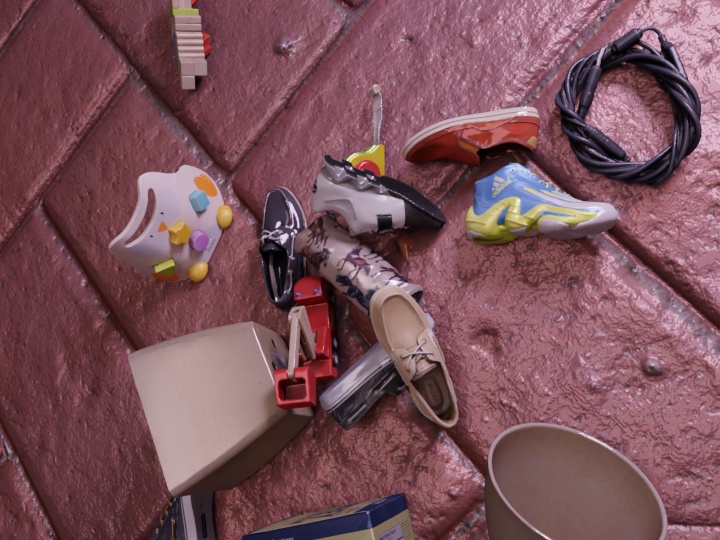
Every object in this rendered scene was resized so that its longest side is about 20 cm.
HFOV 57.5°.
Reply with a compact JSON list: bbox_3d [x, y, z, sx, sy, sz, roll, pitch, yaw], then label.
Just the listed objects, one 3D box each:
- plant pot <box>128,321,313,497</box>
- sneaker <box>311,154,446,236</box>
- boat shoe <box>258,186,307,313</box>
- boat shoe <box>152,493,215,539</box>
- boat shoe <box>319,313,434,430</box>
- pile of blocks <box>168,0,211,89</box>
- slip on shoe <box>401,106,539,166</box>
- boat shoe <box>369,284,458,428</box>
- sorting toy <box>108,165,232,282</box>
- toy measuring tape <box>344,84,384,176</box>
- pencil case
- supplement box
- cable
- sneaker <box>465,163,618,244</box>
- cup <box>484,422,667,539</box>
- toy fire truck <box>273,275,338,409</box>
[{"bbox_3d":[-0.182,0.184,0.944,0.174,0.200,0.203,-27,71,4],"label":"plant pot"},{"bbox_3d":[0.023,-0.085,0.920,0.196,0.075,0.090,20,113,-14],"label":"sneaker"},{"bbox_3d":[-0.123,-0.038,1.012,0.071,0.062,0.206,-12,77,22],"label":"boat shoe"},{"bbox_3d":[-0.279,0.375,1.011,0.089,0.071,0.206,-10,80,18],"label":"boat shoe"},{"bbox_3d":[0.034,0.143,0.917,0.199,0.072,0.071,-41,93,9],"label":"boat shoe"},{"bbox_3d":[-0.300,-0.418,1.165,0.061,0.082,0.206,-6,87,-21],"label":"pile of blocks"},{"bbox_3d":[0.151,-0.175,0.909,0.195,0.074,0.063,-8,81,18],"label":"slip on shoe"},{"bbox_3d":[0.075,0.112,0.844,0.071,0.065,0.204,-27,107,-8],"label":"boat shoe"},{"bbox_3d":[-0.310,-0.071,1.038,0.105,0.179,0.204,27,93,25],"label":"sorting toy"},{"bbox_3d":[-0.001,-0.176,0.970,0.072,0.073,0.206,-2,86,23],"label":"toy measuring tape"},{"bbox_3d":[0.000,0.000,0.938,0.199,0.089,0.079,40,125,21],"label":"pencil case"},{"bbox_3d":[-0.027,0.422,0.856,0.196,0.134,0.205,-18,75,20],"label":"supplement box"},{"bbox_3d":[0.339,-0.201,0.837,0.160,0.051,0.205,-18,75,21],"label":"cable"},{"bbox_3d":[0.230,-0.095,0.855,0.195,0.075,0.108,-3,80,25],"label":"sneaker"},{"bbox_3d":[0.224,0.298,0.749,0.197,0.199,0.147,24,118,25],"label":"cup"},{"bbox_3d":[-0.074,0.094,0.911,0.047,0.141,0.205,-9,68,13],"label":"toy fire truck"}]
